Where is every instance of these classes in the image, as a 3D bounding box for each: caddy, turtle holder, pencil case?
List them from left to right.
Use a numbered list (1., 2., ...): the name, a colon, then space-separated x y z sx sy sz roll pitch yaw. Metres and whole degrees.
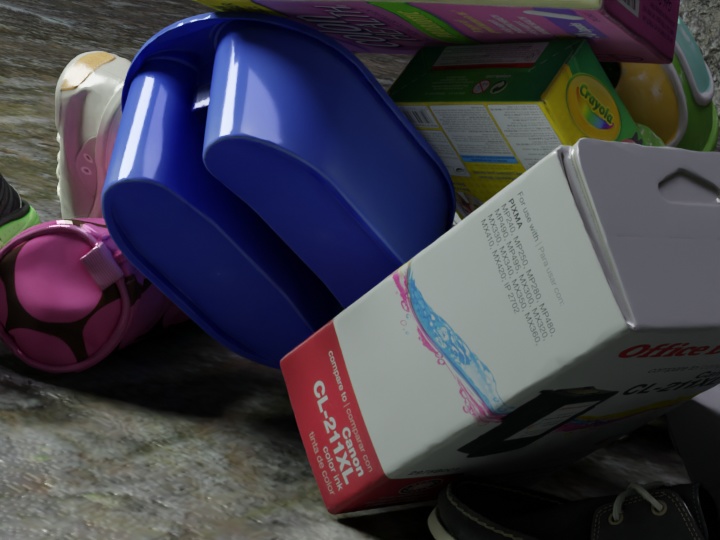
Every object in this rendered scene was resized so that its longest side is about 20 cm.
1. pencil case: -0.118 -0.005 0.795 0.093 0.091 0.200 -19 5 25
2. caddy: -0.039 -0.041 0.718 0.141 0.105 0.200 -17 -47 30
3. turtle holder: 0.134 -0.095 0.830 0.140 0.132 0.186 4 43 28

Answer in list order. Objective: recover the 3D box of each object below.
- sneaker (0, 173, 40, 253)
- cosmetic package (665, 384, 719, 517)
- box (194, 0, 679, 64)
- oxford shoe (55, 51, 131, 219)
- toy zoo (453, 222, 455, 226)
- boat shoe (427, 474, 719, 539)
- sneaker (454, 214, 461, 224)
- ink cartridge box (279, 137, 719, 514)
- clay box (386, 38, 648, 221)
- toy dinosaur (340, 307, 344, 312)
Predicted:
1. sneaker: -0.236 -0.027 0.777 0.084 0.077 0.200 54 1 -9
2. cosmetic package: 0.237 0.102 0.666 0.074 0.102 0.200 -34 34 -13
3. box: 0.045 -0.163 0.691 0.199 0.098 0.176 7 3 21
4. oxford shoe: -0.152 -0.062 0.838 0.058 0.200 0.075 36 59 9
5. toy zoo: 0.046 -0.024 1.035 0.198 0.021 0.131 12 -18 -6
6. boat shoe: 0.129 0.118 0.614 0.199 0.068 0.072 14 17 15
7. sneaker: 0.097 -0.029 0.943 0.073 0.071 0.201 -20 57 -1
8. ink cartridge box: 0.082 0.031 0.634 0.145 0.200 0.083 0 63 -40
9. clay box: 0.108 -0.030 0.735 0.114 0.048 0.200 8 -35 48
10. toy dinosaur: 0.000 0.000 0.912 0.199 0.102 0.136 32 28 -12
